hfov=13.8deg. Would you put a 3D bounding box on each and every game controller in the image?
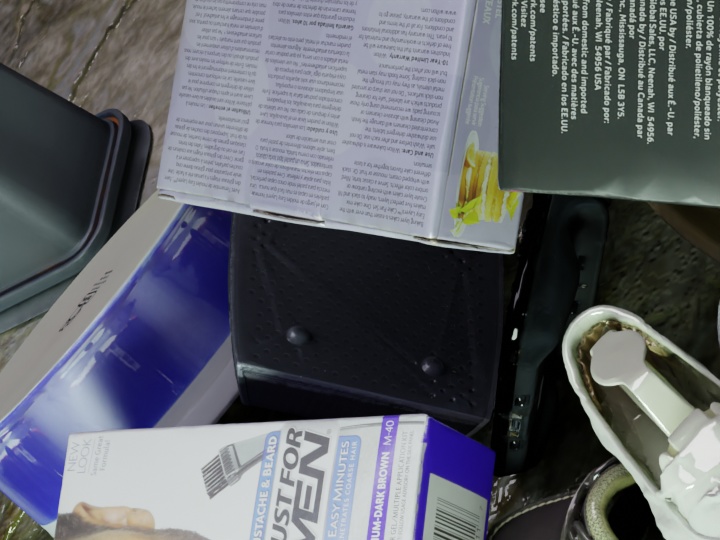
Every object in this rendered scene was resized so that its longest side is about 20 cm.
[{"bbox_3d":[0.076,0.019,1.284,0.200,0.042,0.105,87,-155,-68],"label":"game controller"}]

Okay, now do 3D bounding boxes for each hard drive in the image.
[{"bbox_3d":[0.000,0.000,1.421,0.200,0.134,0.042,-88,15,-48],"label":"hard drive"}]

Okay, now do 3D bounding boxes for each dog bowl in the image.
[{"bbox_3d":[-0.113,0.040,1.508,0.200,0.079,0.200,-48,10,11],"label":"dog bowl"}]

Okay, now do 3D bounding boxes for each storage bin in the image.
[{"bbox_3d":[-0.243,-0.056,1.778,0.200,0.134,0.146,-22,45,39],"label":"storage bin"}]

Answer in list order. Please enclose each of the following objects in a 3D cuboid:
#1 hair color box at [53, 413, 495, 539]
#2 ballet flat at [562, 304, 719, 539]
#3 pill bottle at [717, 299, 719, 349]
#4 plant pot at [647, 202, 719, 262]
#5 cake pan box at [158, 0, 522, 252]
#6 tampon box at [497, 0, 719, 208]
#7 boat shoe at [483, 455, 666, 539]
[{"bbox_3d":[-0.044,0.127,1.315,0.199,0.065,0.110,-6,68,35],"label":"hair color box"},{"bbox_3d":[0.129,0.068,1.133,0.070,0.069,0.200,-52,30,5],"label":"ballet flat"},{"bbox_3d":[0.229,0.030,1.109,0.200,0.113,0.113,15,73,56],"label":"pill bottle"},{"bbox_3d":[0.203,-0.098,1.239,0.201,0.201,0.093,-36,-4,27],"label":"plant pot"},{"bbox_3d":[-0.003,-0.109,1.238,0.200,0.052,0.185,9,90,50],"label":"cake pan box"},{"bbox_3d":[0.170,-0.095,1.118,0.199,0.150,0.127,7,105,25],"label":"tampon box"},{"bbox_3d":[0.118,0.104,1.229,0.200,0.065,0.073,-15,49,45],"label":"boat shoe"}]
